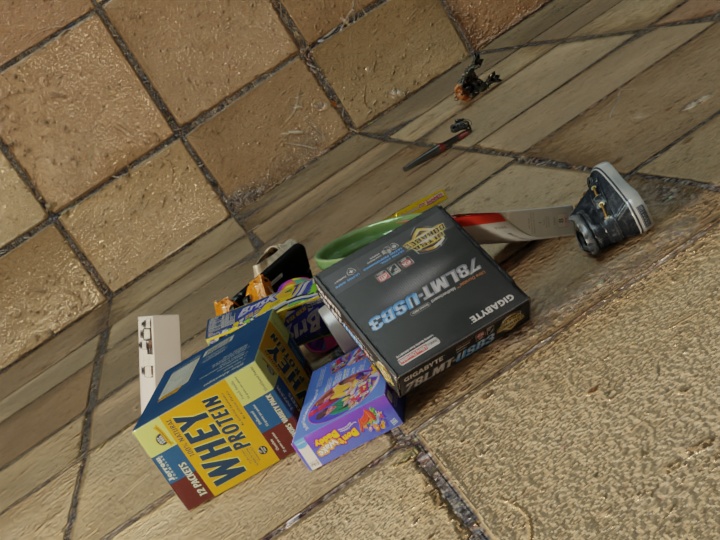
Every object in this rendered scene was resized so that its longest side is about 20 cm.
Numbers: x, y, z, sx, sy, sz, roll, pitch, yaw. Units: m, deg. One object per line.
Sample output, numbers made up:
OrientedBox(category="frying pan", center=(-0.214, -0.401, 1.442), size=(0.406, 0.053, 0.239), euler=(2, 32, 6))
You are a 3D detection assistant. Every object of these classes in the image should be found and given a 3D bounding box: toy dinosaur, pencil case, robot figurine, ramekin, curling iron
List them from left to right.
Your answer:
OrientedBox(category="robot figurine", center=(-0.159, 0.112, 1.611), size=(0.144, 0.058, 0.201), euler=(-31, 56, 15))
OrientedBox(category="pencil case", center=(-0.086, 0.070, 1.681), size=(0.088, 0.089, 0.200), euler=(-35, 18, -7))
OrientedBox(category="ramekin", center=(0.037, -0.009, 1.597), size=(0.199, 0.098, 0.200), euler=(-18, 13, 4))
OrientedBox(category="curling iron", center=(0.182, -0.293, 2.435), size=(0.200, 0.026, 0.050), euler=(-39, 52, -6))
OrientedBox(category="toy dinosaur", center=(0.303, -0.501, 2.803), size=(0.136, 0.102, 0.201), euler=(-42, 27, 28))

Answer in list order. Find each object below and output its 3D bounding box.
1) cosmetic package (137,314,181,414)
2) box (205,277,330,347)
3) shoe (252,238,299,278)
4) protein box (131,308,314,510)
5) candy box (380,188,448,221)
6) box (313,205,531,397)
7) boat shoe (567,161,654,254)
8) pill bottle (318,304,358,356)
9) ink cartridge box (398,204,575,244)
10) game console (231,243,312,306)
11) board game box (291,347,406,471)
OrientedBox(category="cosmetic package", center=(-0.324, 0.173, 1.664), size=(0.050, 0.202, 0.082), euler=(-1, -3, -27))
OrientedBox(category="box", center=(-0.124, 0.078, 1.523), size=(0.199, 0.070, 0.064), euler=(-21, 28, 6))
OrientedBox(category="shoe", center=(-0.190, -0.030, 2.329), size=(0.070, 0.054, 0.200), euler=(-25, 16, 29))
OrientedBox(category="protein box", center=(-0.176, 0.185, 1.412), size=(0.198, 0.135, 0.200), euler=(-30, 14, 11))
OrientedBox(category="candy box", center=(0.096, -0.112, 1.936), size=(0.102, 0.027, 0.200), euler=(-26, 2, -8))
OrientedBox(category="box", center=(0.074, 0.032, 1.278), size=(0.199, 0.050, 0.199), euler=(-29, 50, -14))
OrientedBox(category="boat shoe", center=(0.312, -0.084, 1.364), size=(0.090, 0.071, 0.200), euler=(-27, 17, 7))
OrientedBox(category="pill bottle", center=(0.048, 0.040, 1.446), size=(0.199, 0.114, 0.113), euler=(-34, 14, -2))
OrientedBox(category="ink cartridge box", center=(0.175, -0.058, 1.452), size=(0.199, 0.058, 0.162), euler=(-10, 3, -29))
OrientedBox(category="game console", center=(-0.189, 0.057, 1.925), size=(0.116, 0.177, 0.200), euler=(18, 46, 35))
OrientedBox(category="board game box", center=(-0.008, 0.159, 1.312), size=(0.134, 0.045, 0.200), euler=(-29, 15, 15))
